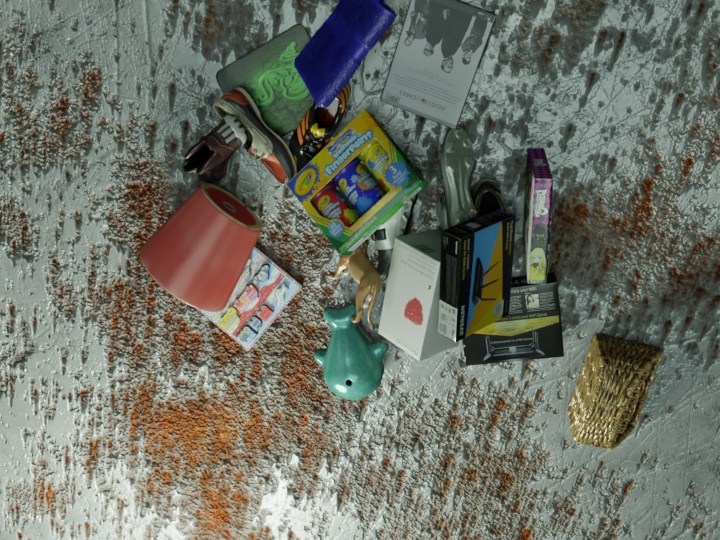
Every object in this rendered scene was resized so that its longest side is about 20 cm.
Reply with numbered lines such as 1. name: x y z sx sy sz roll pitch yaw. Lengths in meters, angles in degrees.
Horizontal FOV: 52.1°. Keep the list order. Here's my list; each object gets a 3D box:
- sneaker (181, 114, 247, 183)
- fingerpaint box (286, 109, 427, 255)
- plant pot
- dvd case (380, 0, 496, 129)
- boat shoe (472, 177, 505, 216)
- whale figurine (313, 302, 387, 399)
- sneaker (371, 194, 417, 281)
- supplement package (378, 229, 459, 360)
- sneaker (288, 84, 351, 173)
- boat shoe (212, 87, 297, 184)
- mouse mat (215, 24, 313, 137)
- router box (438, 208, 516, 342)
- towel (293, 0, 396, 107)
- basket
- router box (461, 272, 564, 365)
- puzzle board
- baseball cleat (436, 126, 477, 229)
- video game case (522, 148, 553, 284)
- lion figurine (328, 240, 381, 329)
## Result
1. sneaker: -0.287 -0.200 1.335 0.076 0.116 0.200 46 145 -2
2. fingerpaint box: -0.007 -0.156 1.331 0.199 0.073 0.168 -40 81 13
3. plant pot: -0.292 -0.053 1.404 0.199 0.201 0.178 36 104 -7
4. dvd case: 0.133 -0.369 1.282 0.148 0.025 0.203 22 113 6
5. boat shoe: 0.247 -0.067 1.379 0.070 0.061 0.205 -11 110 12
6. whale figurine: -0.024 0.170 1.493 0.156 0.104 0.204 -7 111 11
7. sneaker: 0.047 -0.083 1.401 0.087 0.074 0.204 17 106 7
8. supplement package: 0.126 0.044 1.386 0.120 0.118 0.204 30 121 39
9. sneaker: -0.083 -0.250 1.332 0.069 0.090 0.202 27 116 -8
10. boat shoe: -0.192 -0.239 1.355 0.071 0.063 0.201 -20 109 49
11. mouse mat: -0.153 -0.335 1.358 0.197 0.008 0.163 -25 107 16
12. router box: 0.207 0.007 1.309 0.051 0.148 0.204 27 129 44
13. towel: -0.034 -0.389 1.244 0.049 0.149 0.201 23 117 -37
14. basket: 0.504 0.248 1.426 0.146 0.143 0.203 14 114 3
15. router box: 0.292 0.098 1.444 0.196 0.052 0.160 -6 111 11
16. puzzle board: -0.236 0.055 1.525 0.150 0.017 0.200 38 112 -8
17. baseball cleat: 0.166 -0.155 1.351 0.068 0.106 0.205 -1 85 -22
18. video game case: 0.307 -0.099 1.282 0.035 0.201 0.185 2 114 9
19. lion figurine: 0.000 0.000 1.402 0.201 0.072 0.123 55 131 27
